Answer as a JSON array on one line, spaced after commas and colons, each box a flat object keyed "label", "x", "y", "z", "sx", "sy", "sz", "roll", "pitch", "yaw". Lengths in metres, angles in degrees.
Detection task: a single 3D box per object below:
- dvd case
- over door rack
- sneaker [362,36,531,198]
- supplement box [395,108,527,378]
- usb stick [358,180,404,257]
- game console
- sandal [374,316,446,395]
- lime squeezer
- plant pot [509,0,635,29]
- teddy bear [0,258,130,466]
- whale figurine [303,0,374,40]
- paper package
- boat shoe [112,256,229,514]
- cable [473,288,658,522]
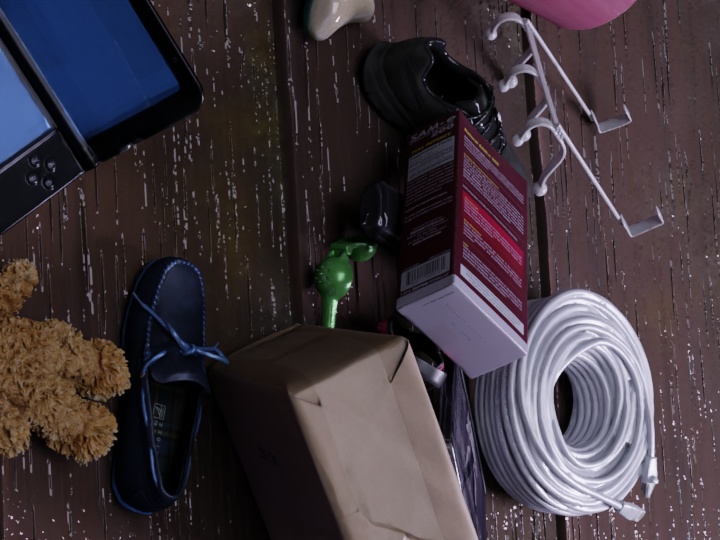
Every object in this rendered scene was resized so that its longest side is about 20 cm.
[{"label": "dvd case", "x": 0.083, "y": 0.161, "z": 1.576, "sx": 0.200, "sy": 0.016, "sz": 0.149, "roll": -80, "pitch": 159, "yaw": -67}, {"label": "over door rack", "x": 0.184, "y": -0.124, "z": 1.738, "sx": 0.200, "sy": 0.067, "sz": 0.148, "roll": 34, "pitch": 34, "yaw": -41}, {"label": "sneaker", "x": 0.089, "y": -0.125, "z": 1.680, "sx": 0.200, "sy": 0.091, "sz": 0.076, "roll": 44, "pitch": 57, "yaw": -25}, {"label": "supplement box", "x": 0.087, "y": -0.024, "z": 1.596, "sx": 0.109, "sy": 0.061, "sz": 0.200, "roll": 43, "pitch": 36, "yaw": -34}, {"label": "usb stick", "x": 0.068, "y": -0.018, "z": 1.658, "sx": 0.200, "sy": 0.033, "sz": 0.056, "roll": 30, "pitch": 49, "yaw": -44}, {"label": "game console", "x": -0.247, "y": -0.153, "z": 1.409, "sx": 0.176, "sy": 0.116, "sz": 0.200, "roll": -41, "pitch": 107, "yaw": -34}, {"label": "sandal", "x": 0.038, "y": 0.066, "z": 1.545, "sx": 0.075, "sy": 0.200, "sz": 0.045, "roll": 29, "pitch": 83, "yaw": -6}, {"label": "lime squeezer", "x": 0.000, "y": 0.000, "z": 1.625, "sx": 0.071, "sy": 0.038, "sz": 0.200, "roll": 45, "pitch": 58, "yaw": -23}, {"label": "plant pot", "x": 0.169, "y": -0.315, "z": 1.721, "sx": 0.179, "sy": 0.199, "sz": 0.201, "roll": 35, "pitch": 62, "yaw": -46}, {"label": "teddy bear", "x": -0.251, "y": 0.066, "z": 1.400, "sx": 0.200, "sy": 0.067, "sz": 0.145, "roll": 43, "pitch": 58, "yaw": -22}, {"label": "whale figurine", "x": -0.039, "y": -0.300, "z": 1.621, "sx": 0.159, "sy": 0.104, "sz": 0.201, "roll": -31, "pitch": 126, "yaw": -37}, {"label": "paper package", "x": -0.015, "y": 0.146, "z": 1.479, "sx": 0.103, "sy": 0.200, "sz": 0.191, "roll": -24, "pitch": 100, "yaw": -21}, {"label": "boat shoe", "x": -0.139, "y": 0.087, "z": 1.484, "sx": 0.084, "sy": 0.069, "sz": 0.201, "roll": 8, "pitch": 78, "yaw": -36}, {"label": "cable", "x": 0.185, "y": 0.118, "z": 1.716, "sx": 0.200, "sy": 0.069, "sz": 0.201, "roll": 15, "pitch": 76, "yaw": -41}]
